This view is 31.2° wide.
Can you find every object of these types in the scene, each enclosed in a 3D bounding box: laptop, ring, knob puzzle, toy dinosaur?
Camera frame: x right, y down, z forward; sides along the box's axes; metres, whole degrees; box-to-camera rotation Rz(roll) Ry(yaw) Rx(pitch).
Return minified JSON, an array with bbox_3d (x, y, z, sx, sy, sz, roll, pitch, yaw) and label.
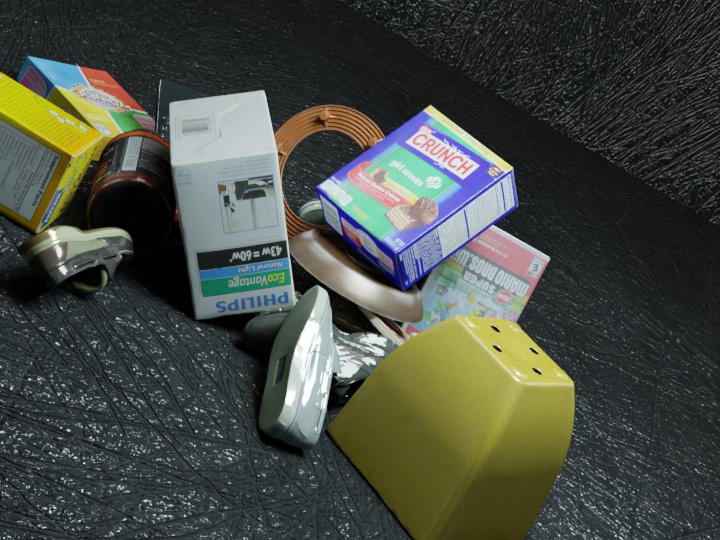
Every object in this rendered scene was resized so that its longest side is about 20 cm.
[{"bbox_3d":[-0.189,-0.153,1.778,0.102,0.203,0.176,-3,-10,40],"label":"laptop"},{"bbox_3d":[-0.050,-0.127,1.751,0.200,0.201,0.019,39,5,19],"label":"ring"},{"bbox_3d":[0.067,0.092,1.629,0.220,0.030,0.220,46,3,-3],"label":"knob puzzle"},{"bbox_3d":[-0.032,0.045,1.709,0.101,0.058,0.201,33,17,-49],"label":"toy dinosaur"}]

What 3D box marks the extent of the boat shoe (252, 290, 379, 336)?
[{"bbox_3d":[-0.053,0.065,1.589,0.198,0.063,0.073,32,20,-3],"label":"boat shoe"}]

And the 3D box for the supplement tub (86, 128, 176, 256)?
[{"bbox_3d":[-0.276,-0.105,1.585,0.106,0.108,0.201,26,22,-16],"label":"supplement tub"}]

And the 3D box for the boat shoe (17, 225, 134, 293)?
[{"bbox_3d":[-0.300,-0.006,1.398,0.067,0.071,0.201,66,13,7],"label":"boat shoe"}]

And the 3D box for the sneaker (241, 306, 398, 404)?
[{"bbox_3d":[-0.044,0.106,1.499,0.197,0.076,0.092,16,50,-8],"label":"sneaker"}]

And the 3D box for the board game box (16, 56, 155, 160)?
[{"bbox_3d":[-0.369,-0.221,1.814,0.200,0.041,0.152,44,23,28],"label":"board game box"}]

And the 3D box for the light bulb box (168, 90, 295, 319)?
[{"bbox_3d":[-0.154,-0.080,1.538,0.123,0.203,0.199,-7,28,-5],"label":"light bulb box"}]

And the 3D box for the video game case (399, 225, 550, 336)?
[{"bbox_3d":[0.152,0.038,1.761,0.142,0.202,0.017,27,4,-11],"label":"video game case"}]

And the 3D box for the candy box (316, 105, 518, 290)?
[{"bbox_3d":[0.073,-0.096,1.644,0.169,0.199,0.078,40,-24,36],"label":"candy box"}]

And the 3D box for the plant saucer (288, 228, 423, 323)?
[{"bbox_3d":[0.000,0.000,1.642,0.198,0.032,0.200,27,14,-7],"label":"plant saucer"}]

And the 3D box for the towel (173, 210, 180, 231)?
[{"bbox_3d":[-0.223,-0.086,1.748,0.199,0.023,0.145,10,28,-50],"label":"towel"}]

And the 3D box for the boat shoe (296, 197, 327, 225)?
[{"bbox_3d":[-0.044,-0.089,1.931,0.063,0.074,0.199,63,22,13],"label":"boat shoe"}]

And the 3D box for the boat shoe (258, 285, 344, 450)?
[{"bbox_3d":[-0.057,0.109,1.421,0.071,0.070,0.203,35,45,-24],"label":"boat shoe"}]

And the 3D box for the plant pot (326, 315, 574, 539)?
[{"bbox_3d":[0.121,0.162,1.427,0.193,0.201,0.196,7,30,-49],"label":"plant pot"}]

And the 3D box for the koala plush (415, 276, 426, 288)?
[{"bbox_3d":[0.056,-0.023,1.830,0.197,0.186,0.178,16,20,-6],"label":"koala plush"}]

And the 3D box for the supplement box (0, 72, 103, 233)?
[{"bbox_3d":[-0.417,-0.151,1.484,0.198,0.110,0.110,31,20,-4],"label":"supplement box"}]
